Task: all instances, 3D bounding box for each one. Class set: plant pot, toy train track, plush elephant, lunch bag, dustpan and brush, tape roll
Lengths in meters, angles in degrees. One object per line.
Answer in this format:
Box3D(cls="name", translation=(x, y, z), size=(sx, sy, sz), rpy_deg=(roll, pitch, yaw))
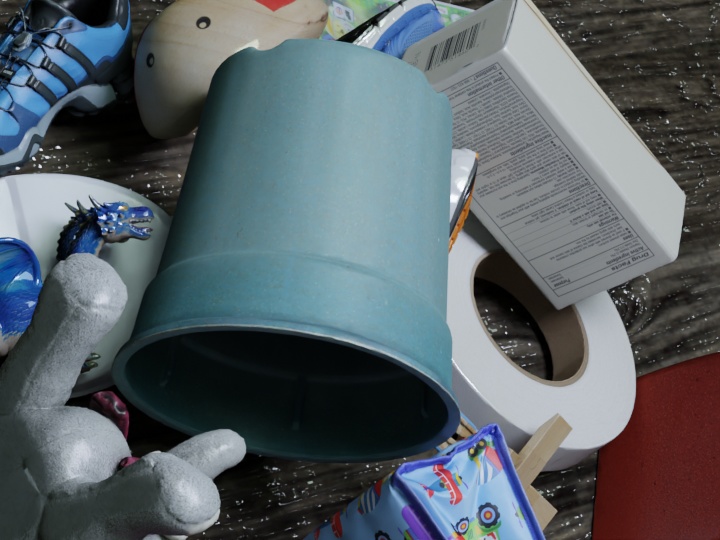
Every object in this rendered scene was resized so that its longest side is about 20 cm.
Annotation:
Box3D(cls="plant pot", translation=(-0.029, -0.015, 1.359), size=(0.200, 0.200, 0.197), rpy_deg=(21, 64, -25))
Box3D(cls="plant pot", translation=(0.289, 0.159, 1.576), size=(0.199, 0.176, 0.200), rpy_deg=(26, 48, -21))
Box3D(cls="toy train track", translation=(0.069, 0.116, 1.481), size=(0.032, 0.115, 0.200), rpy_deg=(34, -7, 39))
Box3D(cls="plush elephant", translation=(-0.130, 0.121, 1.231), size=(0.155, 0.200, 0.165), rpy_deg=(16, 34, -54))
Box3D(cls="lunch bag", translation=(0.060, 0.218, 1.379), size=(0.094, 0.151, 0.200), rpy_deg=(-21, 75, -43))
Box3D(cls="dustpan and brush", translation=(-0.125, -0.002, 1.433), size=(0.199, 0.057, 0.140), rpy_deg=(-11, 80, -14))
Box3D(cls="tape roll", translation=(0.104, 0.041, 1.596), size=(0.202, 0.037, 0.203), rpy_deg=(27, 43, -28))

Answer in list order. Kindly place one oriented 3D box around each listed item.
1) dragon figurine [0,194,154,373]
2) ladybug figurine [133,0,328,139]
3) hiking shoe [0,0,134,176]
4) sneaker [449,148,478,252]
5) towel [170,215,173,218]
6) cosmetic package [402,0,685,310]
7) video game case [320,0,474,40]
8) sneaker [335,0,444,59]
Box3D(cls="dragon figurine", translation=(-0.210, 0.018, 1.348), size=(0.199, 0.059, 0.100), rpy_deg=(-15, 81, -10))
Box3D(cls="ladybug figurine", translation=(-0.089, -0.146, 1.505), size=(0.072, 0.136, 0.200), rpy_deg=(55, 13, -3))
Box3D(cls="hiking shoe", translation=(-0.210, -0.125, 1.434), size=(0.074, 0.087, 0.200), rpy_deg=(20, 33, 21))
Box3D(cls="sneaker", translation=(0.000, 0.000, 1.495), size=(0.092, 0.076, 0.201), rpy_deg=(23, 70, 8))
Box3D(cls="towel", translation=(-0.054, 0.023, 1.514), size=(0.199, 0.023, 0.145), rpy_deg=(-8, 66, -41))
Box3D(cls="cosmetic package", translation=(0.120, -0.078, 1.562), size=(0.200, 0.103, 0.073), rpy_deg=(48, 36, -27))
Box3D(cls="video game case", translation=(0.024, -0.125, 1.672), size=(0.199, 0.022, 0.183), rpy_deg=(10, 57, -33))
Box3D(cls="sneaker", translation=(0.006, -0.111, 1.592), size=(0.089, 0.078, 0.200), rpy_deg=(48, 51, -15))
